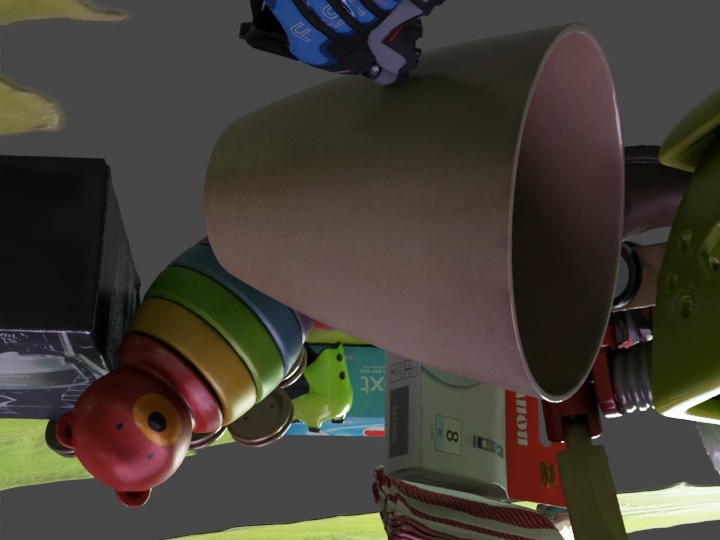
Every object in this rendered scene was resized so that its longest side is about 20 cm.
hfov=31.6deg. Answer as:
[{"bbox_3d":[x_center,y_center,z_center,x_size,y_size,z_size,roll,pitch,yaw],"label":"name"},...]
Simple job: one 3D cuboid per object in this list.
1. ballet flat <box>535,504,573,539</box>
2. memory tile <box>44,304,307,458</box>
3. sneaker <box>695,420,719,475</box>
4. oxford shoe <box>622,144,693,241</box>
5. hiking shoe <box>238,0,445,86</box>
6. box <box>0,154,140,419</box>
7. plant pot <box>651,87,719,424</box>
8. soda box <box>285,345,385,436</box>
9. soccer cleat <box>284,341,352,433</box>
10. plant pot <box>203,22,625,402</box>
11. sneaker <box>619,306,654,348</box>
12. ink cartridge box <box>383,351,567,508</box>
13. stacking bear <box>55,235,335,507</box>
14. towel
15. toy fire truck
[{"bbox_3d":[0.311,0.350,1.743,0.065,0.071,0.199,-30,150,26],"label":"ballet flat"},{"bbox_3d":[-0.133,0.074,0.961,0.197,0.154,0.017,-6,137,17],"label":"memory tile"},{"bbox_3d":[0.425,0.181,1.336,0.080,0.077,0.199,-31,148,33],"label":"sneaker"},{"bbox_3d":[0.146,-0.028,0.792,0.197,0.085,0.073,-4,156,5],"label":"oxford shoe"},{"bbox_3d":[-0.008,-0.137,0.538,0.085,0.075,0.200,2,158,-6],"label":"hiking shoe"},{"bbox_3d":[-0.260,0.017,0.859,0.197,0.125,0.197,1,156,-3],"label":"box"},{"bbox_3d":[0.279,-0.025,0.668,0.198,0.184,0.199,10,156,-21],"label":"plant pot"},{"bbox_3d":[0.030,0.111,1.154,0.197,0.069,0.064,2,158,-3],"label":"soda box"},{"bbox_3d":[-0.087,0.079,1.091,0.198,0.082,0.067,9,-164,36],"label":"soccer cleat"},{"bbox_3d":[0.021,-0.035,0.684,0.198,0.190,0.187,4,162,27],"label":"plant pot"},{"bbox_3d":[0.221,0.061,1.026,0.097,0.072,0.200,-15,151,32],"label":"sneaker"},{"bbox_3d":[0.105,0.090,0.978,0.198,0.162,0.047,17,154,-36],"label":"ink cartridge box"},{"bbox_3d":[-0.104,0.054,0.810,0.122,0.200,0.113,51,150,-17],"label":"stacking bear"},{"bbox_3d":[0.082,0.179,0.895,0.142,0.023,0.200,15,-179,-4],"label":"towel"},{"bbox_3d":[0.187,0.078,0.854,0.174,0.203,0.128,-9,177,22],"label":"toy fire truck"}]
